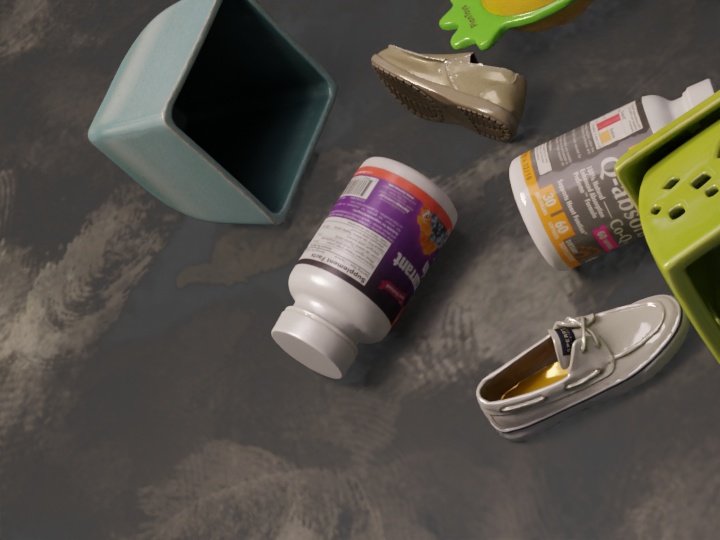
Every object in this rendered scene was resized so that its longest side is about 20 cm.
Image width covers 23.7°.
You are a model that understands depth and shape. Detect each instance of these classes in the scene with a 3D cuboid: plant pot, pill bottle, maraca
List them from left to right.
[{"bbox_3d":[-0.182,-0.169,1.879,0.199,0.196,0.197,-8,52,43],"label":"plant pot"},{"bbox_3d":[0.000,0.000,1.660,0.111,0.111,0.200,17,68,42],"label":"pill bottle"},{"bbox_3d":[0.173,-0.297,1.780,0.199,0.107,0.137,-32,34,7],"label":"maraca"},{"bbox_3d":[0.245,-0.089,1.557,0.199,0.116,0.117,-25,45,17],"label":"pill bottle"},{"bbox_3d":[0.334,-0.043,1.405,0.200,0.199,0.182,-34,37,8],"label":"plant pot"}]

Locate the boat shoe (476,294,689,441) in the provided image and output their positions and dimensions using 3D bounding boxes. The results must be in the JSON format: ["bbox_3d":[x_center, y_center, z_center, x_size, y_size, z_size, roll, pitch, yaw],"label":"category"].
[{"bbox_3d":[0.191,0.074,1.495,0.199,0.070,0.071,-30,44,12],"label":"boat shoe"}]

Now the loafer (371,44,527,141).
[{"bbox_3d":[0.097,-0.193,1.782,0.200,0.076,0.068,28,73,35],"label":"loafer"}]
